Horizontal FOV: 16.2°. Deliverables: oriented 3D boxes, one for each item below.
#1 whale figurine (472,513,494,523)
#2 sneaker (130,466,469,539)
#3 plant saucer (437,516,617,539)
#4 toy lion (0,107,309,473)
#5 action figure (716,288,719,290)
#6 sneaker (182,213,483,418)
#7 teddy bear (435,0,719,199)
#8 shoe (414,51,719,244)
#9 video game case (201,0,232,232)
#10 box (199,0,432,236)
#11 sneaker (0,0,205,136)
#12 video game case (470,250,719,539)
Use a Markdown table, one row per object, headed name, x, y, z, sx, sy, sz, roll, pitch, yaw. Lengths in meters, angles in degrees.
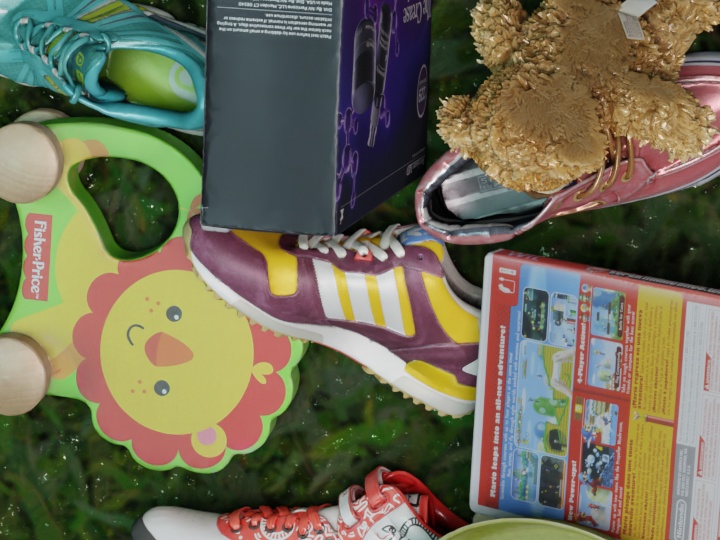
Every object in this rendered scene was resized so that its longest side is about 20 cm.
| name | x | y | z | sx | sy | sz | roll | pitch | yaw |
| --- | --- | --- | --- | --- | --- | --- | --- | --- | --- |
| whale figurine | 0.139 | 0.131 | 1.414 | 0.158 | 0.104 | 0.202 | -17 | 73 | 31 |
| sneaker | -0.026 | 0.152 | 1.468 | 0.200 | 0.067 | 0.109 | 25 | 105 | 5 |
| plant saucer | 0.112 | 0.210 | 1.343 | 0.199 | 0.031 | 0.201 | 14 | 123 | 22 |
| toy lion | -0.124 | 0.015 | 1.473 | 0.190 | 0.069 | 0.202 | 6 | 102 | 7 |
| action figure | 0.258 | -0.039 | 1.322 | 0.133 | 0.149 | 0.202 | -4 | 104 | 30 |
| sneaker | 0.000 | 0.000 | 1.408 | 0.199 | 0.075 | 0.090 | 26 | 114 | -17 |
| teddy bear | 0.118 | -0.105 | 1.325 | 0.144 | 0.201 | 0.067 | 16 | 140 | -2 |
| shoe | 0.126 | -0.062 | 1.369 | 0.199 | 0.091 | 0.072 | -17 | 96 | 18 |
| video game case | -0.058 | -0.132 | 1.378 | 0.017 | 0.143 | 0.202 | 5 | 102 | 12 |
| box | -0.019 | -0.106 | 1.343 | 0.078 | 0.200 | 0.142 | 8 | 104 | 13 |
| sneaker | -0.155 | -0.127 | 1.439 | 0.199 | 0.080 | 0.078 | 17 | 105 | 12 |
| video game case | 0.150 | 0.076 | 1.311 | 0.199 | 0.017 | 0.144 | 11 | 106 | 31 |
